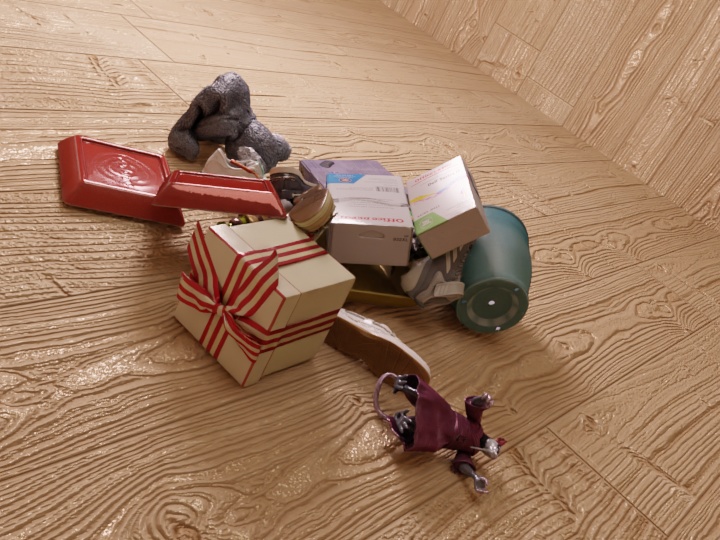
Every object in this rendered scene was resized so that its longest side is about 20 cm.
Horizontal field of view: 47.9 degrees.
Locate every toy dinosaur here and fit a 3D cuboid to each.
[{"bbox_3d":[0.108,-0.051,1.520,0.077,0.102,0.200,39,62,-22],"label":"toy dinosaur"}]

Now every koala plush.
[{"bbox_3d":[-0.238,-0.267,1.608,0.200,0.184,0.177,42,29,2],"label":"koala plush"}]

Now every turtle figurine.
[{"bbox_3d":[-0.196,-0.089,1.421,0.200,0.064,0.161,54,32,-13],"label":"turtle figurine"}]

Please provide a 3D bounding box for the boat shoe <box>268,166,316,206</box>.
[{"bbox_3d":[-0.116,-0.132,1.493,0.073,0.063,0.200,-5,-14,15],"label":"boat shoe"}]

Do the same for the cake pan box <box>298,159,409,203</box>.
[{"bbox_3d":[-0.012,-0.173,1.669,0.184,0.052,0.200,-5,30,-23],"label":"cake pan box"}]

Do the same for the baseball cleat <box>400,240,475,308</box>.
[{"bbox_3d":[0.168,-0.010,1.439,0.106,0.200,0.070,47,-7,18],"label":"baseball cleat"}]

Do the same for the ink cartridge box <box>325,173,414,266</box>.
[{"bbox_3d":[0.010,-0.095,1.465,0.145,0.084,0.200,3,32,-6],"label":"ink cartridge box"}]

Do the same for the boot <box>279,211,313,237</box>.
[{"bbox_3d":[-0.094,-0.031,1.386,0.144,0.072,0.200,52,39,-6],"label":"boot"}]

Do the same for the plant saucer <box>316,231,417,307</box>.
[{"bbox_3d":[0.000,0.000,1.478,0.200,0.048,0.200,8,34,-33],"label":"plant saucer"}]

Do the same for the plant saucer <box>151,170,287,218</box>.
[{"bbox_3d":[-0.219,-0.124,1.277,0.200,0.037,0.200,4,13,-11],"label":"plant saucer"}]

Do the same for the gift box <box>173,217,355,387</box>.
[{"bbox_3d":[-0.144,0.024,1.150,0.184,0.200,0.187,36,29,26],"label":"gift box"}]

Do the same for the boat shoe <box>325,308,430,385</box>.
[{"bbox_3d":[0.031,0.116,1.283,0.200,0.071,0.069,33,29,11],"label":"boat shoe"}]

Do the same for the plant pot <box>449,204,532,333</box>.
[{"bbox_3d":[0.237,0.010,1.537,0.200,0.200,0.188,19,36,-17],"label":"plant pot"}]

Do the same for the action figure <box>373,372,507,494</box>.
[{"bbox_3d":[0.124,0.236,1.172,0.200,0.134,0.149,28,-18,-27],"label":"action figure"}]

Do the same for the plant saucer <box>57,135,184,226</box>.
[{"bbox_3d":[-0.404,-0.161,1.382,0.200,0.037,0.200,11,32,-30],"label":"plant saucer"}]

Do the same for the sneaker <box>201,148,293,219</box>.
[{"bbox_3d":[-0.197,-0.162,1.530,0.200,0.089,0.075,23,26,-20],"label":"sneaker"}]

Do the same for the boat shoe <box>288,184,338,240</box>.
[{"bbox_3d":[-0.067,-0.090,1.288,0.063,0.073,0.200,59,6,-14],"label":"boat shoe"}]

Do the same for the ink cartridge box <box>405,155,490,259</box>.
[{"bbox_3d":[0.149,-0.126,1.442,0.067,0.117,0.200,53,19,-36],"label":"ink cartridge box"}]
